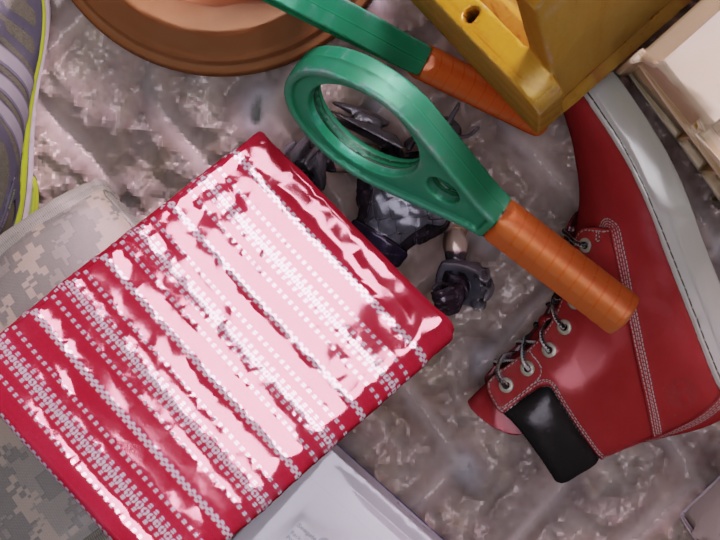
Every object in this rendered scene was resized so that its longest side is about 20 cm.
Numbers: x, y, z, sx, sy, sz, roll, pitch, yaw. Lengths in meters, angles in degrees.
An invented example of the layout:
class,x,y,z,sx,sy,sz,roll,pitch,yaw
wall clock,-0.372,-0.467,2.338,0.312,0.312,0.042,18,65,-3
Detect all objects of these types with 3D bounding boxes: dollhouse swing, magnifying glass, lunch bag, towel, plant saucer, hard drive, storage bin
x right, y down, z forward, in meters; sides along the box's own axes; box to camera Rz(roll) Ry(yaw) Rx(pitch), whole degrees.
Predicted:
class,x,y,z,sx,sy,sz,roll,pitch,yaw
dollhouse swing,0.105,-0.194,0.861,0.200,0.176,0.182,-41,61,1
magnifying glass,0.048,-0.037,0.917,0.199,0.080,0.022,35,65,-4
magnifying glass,0.012,-0.115,0.945,0.199,0.080,0.023,25,94,-27
lunch bag,-0.150,0.076,0.951,0.200,0.118,0.164,-39,72,7
towel,-0.068,0.038,0.896,0.200,0.023,0.145,-40,78,-25
plant saucer,-0.073,-0.200,0.976,0.198,0.037,0.202,0,96,3
hard drive,-0.037,0.206,1.026,0.132,0.025,0.200,41,96,-3
storage bin,0.226,-0.126,0.894,0.200,0.199,0.094,-41,90,6

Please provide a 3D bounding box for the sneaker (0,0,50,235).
class,x,y,z,sx,sy,sz,roll,pitch,yaw
sneaker,-0.199,-0.095,0.969,0.073,0.081,0.202,-2,96,2

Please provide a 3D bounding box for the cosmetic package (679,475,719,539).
class,x,y,z,sx,sy,sz,roll,pitch,yaw
cosmetic package,0.268,0.176,0.974,0.087,0.103,0.200,-45,95,4

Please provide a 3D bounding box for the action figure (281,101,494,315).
class,x,y,z,sx,sy,sz,roll,pitch,yaw
action figure,0.000,0.000,0.981,0.130,0.069,0.201,33,92,9

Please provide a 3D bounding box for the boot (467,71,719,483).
class,x,y,z,sx,sy,sz,roll,pitch,yaw
boot,0.106,0.006,0.974,0.143,0.072,0.201,-22,102,6
